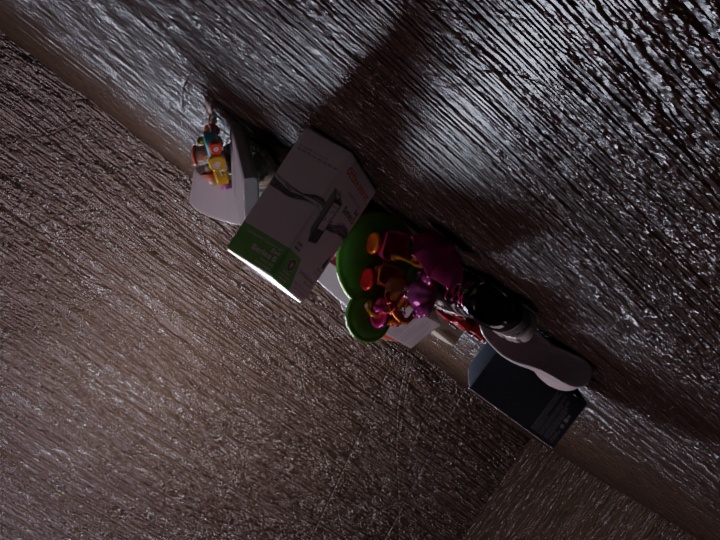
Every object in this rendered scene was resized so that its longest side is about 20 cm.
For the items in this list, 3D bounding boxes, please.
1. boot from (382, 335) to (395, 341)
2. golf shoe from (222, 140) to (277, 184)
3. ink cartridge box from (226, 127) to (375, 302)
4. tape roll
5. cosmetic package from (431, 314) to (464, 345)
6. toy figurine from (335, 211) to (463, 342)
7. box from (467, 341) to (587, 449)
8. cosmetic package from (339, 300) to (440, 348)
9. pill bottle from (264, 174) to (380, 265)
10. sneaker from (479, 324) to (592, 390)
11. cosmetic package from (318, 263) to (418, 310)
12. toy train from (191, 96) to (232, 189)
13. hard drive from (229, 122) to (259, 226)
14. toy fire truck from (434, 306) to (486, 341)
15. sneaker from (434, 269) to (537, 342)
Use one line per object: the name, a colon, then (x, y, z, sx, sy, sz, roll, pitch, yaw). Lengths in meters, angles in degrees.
boot: (0.049, 0.097, 1.920, 0.200, 0.075, 0.107, 40, 172, -36)
golf shoe: (-0.185, -0.196, 1.740, 0.097, 0.079, 0.200, 12, -171, -30)
ink cartridge box: (-0.077, -0.074, 1.300, 0.084, 0.200, 0.146, 31, 174, 20)
tape roll: (-0.227, -0.147, 1.821, 0.201, 0.071, 0.203, 12, -162, -4)
cosmetic package: (0.122, 0.063, 1.917, 0.200, 0.071, 0.105, 38, 175, -20)
toy figurine: (0.067, 0.013, 1.357, 0.150, 0.201, 0.184, 14, 174, -31)
box: (0.297, 0.209, 1.708, 0.182, 0.104, 0.200, 37, -173, 2)
cosmetic package: (0.048, 0.051, 1.744, 0.200, 0.085, 0.108, 31, -152, -39)
pill bottle: (-0.055, -0.087, 1.508, 0.200, 0.114, 0.114, 35, 175, 3)
sneaker: (0.283, 0.139, 1.559, 0.200, 0.074, 0.116, 34, 171, 12)
cosmetic package: (0.000, 0.000, 1.597, 0.200, 0.052, 0.151, 41, -148, 7)
toy train: (-0.273, -0.222, 1.670, 0.200, 0.055, 0.151, 101, 154, -79)
hard drive: (-0.195, -0.144, 1.571, 0.200, 0.026, 0.132, -113, 21, -53)
toy fire truck: (0.179, 0.070, 1.741, 0.141, 0.049, 0.200, 39, 175, -25)
sneaker: (0.171, 0.039, 1.413, 0.199, 0.074, 0.087, 29, 171, 26)
